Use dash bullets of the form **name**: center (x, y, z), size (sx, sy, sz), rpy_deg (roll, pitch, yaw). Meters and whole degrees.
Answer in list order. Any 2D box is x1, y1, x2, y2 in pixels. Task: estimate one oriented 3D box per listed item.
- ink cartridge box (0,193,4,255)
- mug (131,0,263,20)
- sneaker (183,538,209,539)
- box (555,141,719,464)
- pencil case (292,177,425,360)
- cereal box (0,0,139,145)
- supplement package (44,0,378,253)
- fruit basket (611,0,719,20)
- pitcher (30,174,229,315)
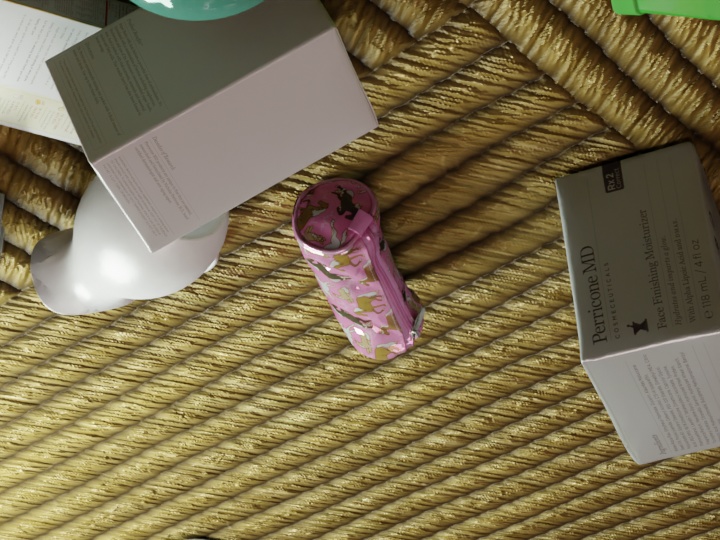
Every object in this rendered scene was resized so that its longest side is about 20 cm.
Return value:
- **ink cartridge box**: center (-0.421, 0.012, 1.435), size (0.198, 0.146, 0.146), rpy_deg (9, 143, -18)
- **mug**: center (-0.115, -0.254, 1.099), size (0.151, 0.186, 0.115), rpy_deg (-24, 150, -12)
- **sneaker**: center (-0.184, 0.407, 2.069), size (0.198, 0.081, 0.147), rpy_deg (10, 139, -27)
- **box**: center (0.269, 0.032, 1.469), size (0.130, 0.200, 0.200), rpy_deg (-15, 144, 16)
- **pencil case**: center (0.000, 0.000, 1.506), size (0.086, 0.083, 0.200), rpy_deg (-11, 143, 12)
- **cereal box**: center (-0.254, -0.166, 1.286), size (0.198, 0.040, 0.144), rpy_deg (14, 142, -25)
- **supplement package**: center (-0.108, -0.131, 1.224), size (0.199, 0.122, 0.120), rpy_deg (-29, 143, -1)
- **fruit basket**: center (0.182, -0.276, 1.113), size (0.215, 0.156, 0.216), rpy_deg (37, 163, 13)
- **pitcher**: center (-0.174, -0.030, 1.433), size (0.170, 0.122, 0.200), rpy_deg (-5, 164, -35)
